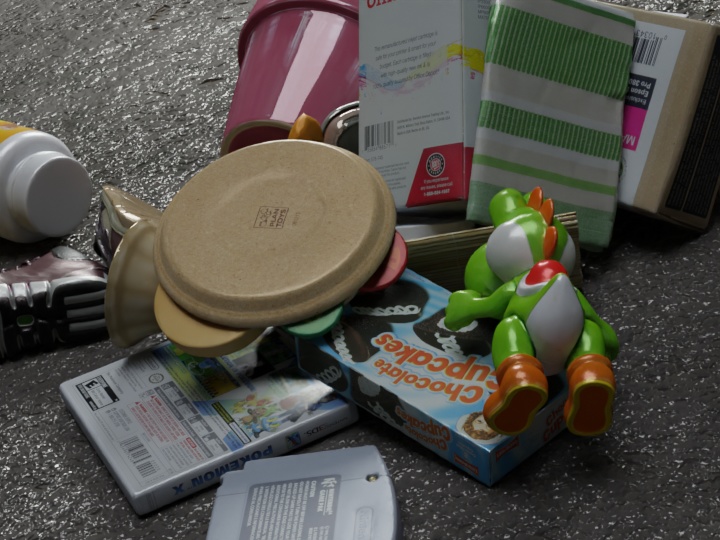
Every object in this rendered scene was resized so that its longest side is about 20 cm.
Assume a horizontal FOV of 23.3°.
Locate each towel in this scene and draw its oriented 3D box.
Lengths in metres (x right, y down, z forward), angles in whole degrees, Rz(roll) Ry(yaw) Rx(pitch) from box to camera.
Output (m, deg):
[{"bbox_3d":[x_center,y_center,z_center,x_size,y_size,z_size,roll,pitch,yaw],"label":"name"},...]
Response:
[{"bbox_3d":[0.153,-0.125,1.402,0.152,0.202,0.023,11,-8,-33],"label":"towel"}]

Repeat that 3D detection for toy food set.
[{"bbox_3d":[-0.063,-0.024,1.345,0.196,0.049,0.201,-9,46,6],"label":"toy food set"}]

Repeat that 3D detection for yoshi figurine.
[{"bbox_3d":[0.119,0.035,1.239,0.111,0.112,0.201,-28,42,22],"label":"yoshi figurine"}]

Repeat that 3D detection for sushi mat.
[{"bbox_3d":[0.077,0.001,1.386,0.198,0.096,0.012,-10,54,6],"label":"sushi mat"}]

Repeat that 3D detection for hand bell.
[{"bbox_3d":[-0.092,0.029,1.388,0.198,0.105,0.104,11,34,17],"label":"hand bell"}]

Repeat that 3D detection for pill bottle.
[{"bbox_3d":[-0.351,-0.091,1.716,0.109,0.110,0.199,-33,34,-34],"label":"pill bottle"}]

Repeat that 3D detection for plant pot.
[{"bbox_3d":[-0.040,-0.152,1.632,0.198,0.201,0.180,3,46,27],"label":"plant pot"}]

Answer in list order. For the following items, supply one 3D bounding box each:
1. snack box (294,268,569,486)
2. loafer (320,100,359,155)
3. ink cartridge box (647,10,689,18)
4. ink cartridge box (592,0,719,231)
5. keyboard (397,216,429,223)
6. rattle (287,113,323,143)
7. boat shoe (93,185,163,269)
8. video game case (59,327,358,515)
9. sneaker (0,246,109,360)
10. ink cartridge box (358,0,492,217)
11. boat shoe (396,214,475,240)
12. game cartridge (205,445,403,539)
[{"bbox_3d":[0.060,0.072,1.280,0.116,0.037,0.199,-33,45,-33],"label":"snack box"},{"bbox_3d":[0.055,-0.106,1.550,0.199,0.072,0.063,6,23,-40],"label":"loafer"},{"bbox_3d":[0.243,-0.177,1.619,0.199,0.117,0.067,14,36,40],"label":"ink cartridge box"},{"bbox_3d":[0.223,-0.139,1.494,0.075,0.166,0.199,13,5,-43],"label":"ink cartridge box"},{"bbox_3d":[-0.024,-0.021,1.554,0.199,0.011,0.056,-20,28,-14],"label":"keyboard"},{"bbox_3d":[-0.110,-0.070,1.539,0.199,0.143,0.130,23,64,45],"label":"rattle"},{"bbox_3d":[-0.210,-0.031,1.580,0.071,0.065,0.200,25,4,-14],"label":"boat shoe"},{"bbox_3d":[-0.122,0.102,1.355,0.181,0.022,0.200,-22,28,-17],"label":"video game case"},{"bbox_3d":[-0.309,0.026,1.536,0.198,0.076,0.116,-3,22,-5],"label":"sneaker"},{"bbox_3d":[0.093,-0.148,1.462,0.144,0.202,0.145,2,-4,-36],"label":"ink cartridge box"},{"bbox_3d":[0.000,0.000,1.440,0.198,0.068,0.072,-8,6,-9],"label":"boat shoe"},{"bbox_3d":[-0.038,0.188,1.144,0.132,0.042,0.200,-4,28,7],"label":"game cartridge"}]
